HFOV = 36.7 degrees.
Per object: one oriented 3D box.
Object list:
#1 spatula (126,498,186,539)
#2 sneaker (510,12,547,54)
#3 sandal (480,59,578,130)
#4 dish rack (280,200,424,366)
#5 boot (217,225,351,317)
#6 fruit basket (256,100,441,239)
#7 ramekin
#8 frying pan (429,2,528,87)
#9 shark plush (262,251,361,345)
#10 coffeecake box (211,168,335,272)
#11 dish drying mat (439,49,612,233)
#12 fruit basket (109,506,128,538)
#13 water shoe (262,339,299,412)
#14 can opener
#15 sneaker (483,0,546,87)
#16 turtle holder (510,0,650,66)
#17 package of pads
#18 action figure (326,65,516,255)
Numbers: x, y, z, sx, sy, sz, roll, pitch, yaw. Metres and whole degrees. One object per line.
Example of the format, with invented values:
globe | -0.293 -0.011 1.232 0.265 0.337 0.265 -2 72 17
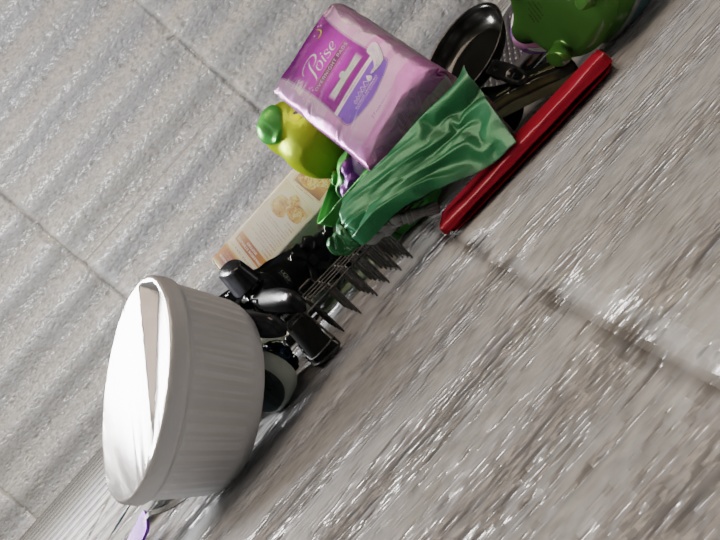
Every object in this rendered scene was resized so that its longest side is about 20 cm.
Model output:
spatula | -0.176 0.220 1.067 0.200 0.021 0.057 -46 19 -3
sneaker | 0.239 -0.305 1.206 0.200 0.080 0.088 -45 -1 -15
sandal | 0.135 -0.147 1.065 0.201 0.057 0.080 -16 23 49
dish rack | 0.000 0.000 1.076 0.200 0.055 0.153 -47 8 -5
boot | -0.105 0.027 1.227 0.198 0.073 0.162 -35 1 40
fruit basket | -0.007 -0.150 1.217 0.155 0.215 0.216 -43 8 45
ramekin | -0.157 0.109 0.962 0.202 0.094 0.203 -31 55 58
frying pan | 0.127 -0.216 1.064 0.190 0.031 0.115 3 68 58
shark plush | -0.066 0.020 1.341 0.200 0.091 0.083 -55 -22 -18
coffeecake box | -0.065 -0.048 1.372 0.200 0.073 0.153 -47 -26 13
dish drying mat | 0.142 -0.111 0.943 0.200 0.018 0.077 -47 6 15
fruit basket | -0.216 0.199 1.272 0.201 0.093 0.185 -63 3 13
water shoe | -0.098 0.095 1.073 0.079 0.071 0.200 -49 7 -25
can opener | -0.095 0.038 1.022 0.064 0.078 0.200 -57 18 -4
sneaker | 0.191 -0.281 1.330 0.200 0.078 0.079 -43 -2 -5
turtle holder | 0.208 -0.263 0.999 0.131 0.141 0.186 -29 -38 -21
package of pads | 0.010 -0.178 1.085 0.121 0.076 0.200 -55 46 9
action figure | 0.045 -0.081 0.977 0.200 0.055 0.118 -39 41 16
